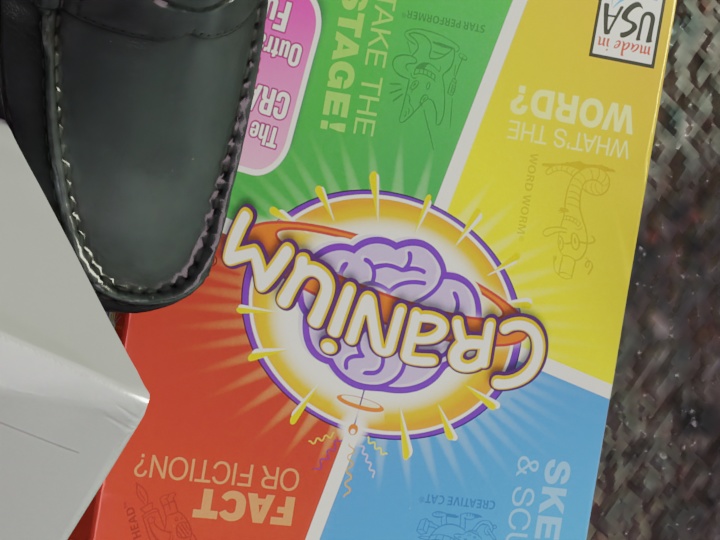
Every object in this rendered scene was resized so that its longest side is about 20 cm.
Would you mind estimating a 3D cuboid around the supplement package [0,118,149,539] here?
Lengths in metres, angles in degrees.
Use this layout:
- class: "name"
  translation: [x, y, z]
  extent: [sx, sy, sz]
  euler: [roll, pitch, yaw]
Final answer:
- class: "supplement package"
  translation: [-0.184, 0.041, 0.562]
  extent: [0.191, 0.147, 0.201]
  euler: [26, 104, -28]

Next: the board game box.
- class: "board game box"
  translation: [0.000, 0.000, 0.745]
  extent: [0.152, 0.040, 0.201]
  euler: [7, 93, -29]

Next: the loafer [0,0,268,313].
- class: "loafer"
  translation: [-0.050, -0.084, 0.637]
  extent: [0.068, 0.070, 0.202]
  euler: [-9, 109, -31]
